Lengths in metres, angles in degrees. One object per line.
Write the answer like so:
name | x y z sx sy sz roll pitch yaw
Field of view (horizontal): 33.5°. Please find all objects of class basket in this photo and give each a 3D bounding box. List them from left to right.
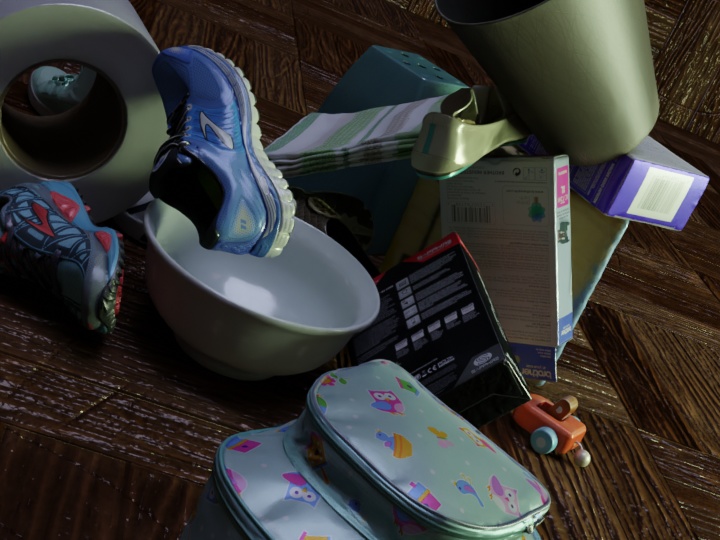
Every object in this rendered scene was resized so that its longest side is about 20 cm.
basket | 0.178 -0.198 1.025 0.136 0.180 0.200 50 -2 47

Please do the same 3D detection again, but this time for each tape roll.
tape roll | -0.268 -0.155 1.038 0.201 0.204 0.139 13 24 -29

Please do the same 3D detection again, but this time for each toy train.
toy train | 0.118 0.117 1.031 0.150 0.056 0.199 36 23 29

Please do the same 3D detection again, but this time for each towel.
towel | 0.008 -0.138 1.163 0.198 0.031 0.149 -7 24 28

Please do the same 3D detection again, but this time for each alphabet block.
alphabet block | 0.151 -0.032 1.235 0.199 0.198 0.195 27 19 7

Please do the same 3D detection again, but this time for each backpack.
backpack | -0.001 0.151 0.679 0.176 0.154 0.199 40 31 23

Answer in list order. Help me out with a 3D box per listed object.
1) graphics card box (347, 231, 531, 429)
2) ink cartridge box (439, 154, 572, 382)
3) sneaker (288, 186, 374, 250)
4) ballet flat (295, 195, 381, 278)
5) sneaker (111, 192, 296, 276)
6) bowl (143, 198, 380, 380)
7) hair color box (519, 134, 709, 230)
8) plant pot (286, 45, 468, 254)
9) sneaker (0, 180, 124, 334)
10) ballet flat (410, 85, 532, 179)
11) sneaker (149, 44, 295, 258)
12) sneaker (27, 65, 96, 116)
graphics card box | 0.054 0.061 0.971 0.051 0.125 0.201 56 9 -28
ink cartridge box | 0.133 -0.005 1.095 0.118 0.202 0.042 4 12 35
sneaker | -0.085 -0.050 1.211 0.198 0.078 0.080 16 -12 -6
ballet flat | 0.000 0.000 1.118 0.067 0.046 0.201 1 48 -49
sneaker | -0.139 -0.071 1.084 0.199 0.130 0.079 35 21 26
bowl | -0.092 0.024 0.957 0.199 0.091 0.201 22 23 -10
hair color box | 0.227 -0.118 1.160 0.108 0.065 0.200 9 27 -35
plant pot | 0.028 -0.141 1.350 0.141 0.201 0.141 38 25 33
sneaker | -0.245 -0.008 0.913 0.095 0.080 0.200 -1 23 -32
ballet flat | 0.103 -0.131 1.055 0.069 0.070 0.200 30 27 15
sneaker | -0.124 -0.098 0.930 0.089 0.079 0.201 -4 55 -38
sneaker | -0.282 -0.200 1.255 0.073 0.119 0.200 4 27 -41
